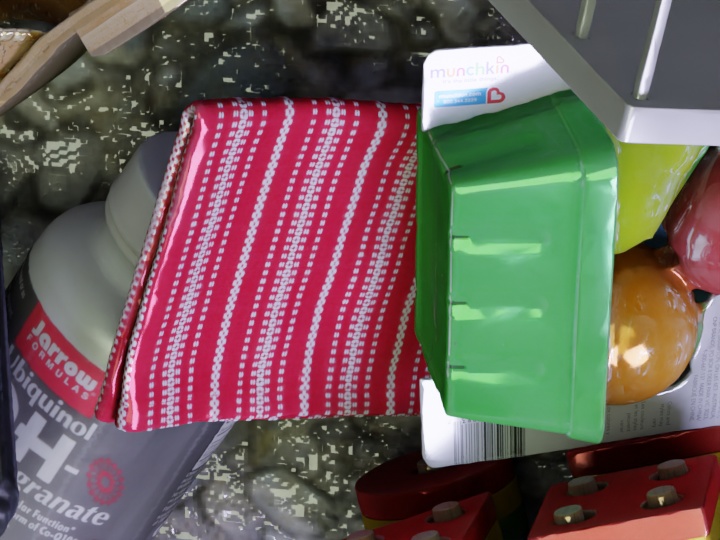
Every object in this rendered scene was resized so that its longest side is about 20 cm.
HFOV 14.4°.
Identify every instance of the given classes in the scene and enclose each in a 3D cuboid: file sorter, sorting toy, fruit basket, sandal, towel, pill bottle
[{"bbox_3d":[0.122,-0.140,0.976,0.138,0.200,0.125,0,119,-23],"label":"file sorter"},{"bbox_3d":[0.069,0.115,1.152,0.198,0.200,0.070,-12,101,15],"label":"sorting toy"},{"bbox_3d":[0.118,-0.016,1.094,0.199,0.094,0.186,-11,124,-14],"label":"fruit basket"},{"bbox_3d":[-0.139,-0.103,1.120,0.211,0.078,0.070,-27,100,39],"label":"sandal"},{"bbox_3d":[0.000,0.000,1.123,0.199,0.022,0.145,0,119,-36],"label":"towel"},{"bbox_3d":[-0.104,0.042,1.182,0.110,0.111,0.200,31,118,-8],"label":"pill bottle"}]

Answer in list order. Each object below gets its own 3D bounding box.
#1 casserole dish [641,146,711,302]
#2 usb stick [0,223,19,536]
[{"bbox_3d":[0.182,-0.035,1.137,0.121,0.039,0.200,36,118,-11],"label":"casserole dish"},{"bbox_3d":[-0.162,0.032,1.138,0.033,0.200,0.055,29,124,-33],"label":"usb stick"}]
